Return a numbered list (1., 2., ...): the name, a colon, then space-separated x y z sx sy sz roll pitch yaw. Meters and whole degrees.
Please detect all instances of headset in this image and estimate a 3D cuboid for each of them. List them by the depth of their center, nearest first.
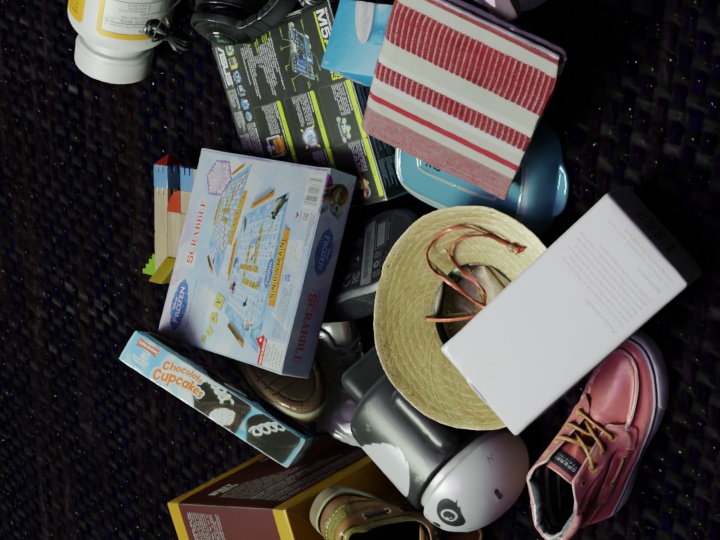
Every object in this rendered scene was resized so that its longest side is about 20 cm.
1. headset: -0.129 -0.271 1.472 0.200 0.094 0.124 -21 64 28

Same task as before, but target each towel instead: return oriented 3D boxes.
1. towel: 0.080 -0.147 1.218 0.144 0.023 0.200 26 150 5

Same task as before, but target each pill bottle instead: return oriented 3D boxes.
1. pill bottle: -0.247 -0.302 1.569 0.113 0.113 0.200 39 132 28

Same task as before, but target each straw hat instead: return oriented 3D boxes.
1. straw hat: 0.113 0.038 1.354 0.201 0.085 0.201 3 98 20

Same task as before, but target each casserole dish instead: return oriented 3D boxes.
1. casserole dish: 0.099 -0.098 1.351 0.200 0.039 0.121 27 125 37

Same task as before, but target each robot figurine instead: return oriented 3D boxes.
1. robot figurine: 0.069 0.158 1.431 0.200 0.150 0.125 46 122 22

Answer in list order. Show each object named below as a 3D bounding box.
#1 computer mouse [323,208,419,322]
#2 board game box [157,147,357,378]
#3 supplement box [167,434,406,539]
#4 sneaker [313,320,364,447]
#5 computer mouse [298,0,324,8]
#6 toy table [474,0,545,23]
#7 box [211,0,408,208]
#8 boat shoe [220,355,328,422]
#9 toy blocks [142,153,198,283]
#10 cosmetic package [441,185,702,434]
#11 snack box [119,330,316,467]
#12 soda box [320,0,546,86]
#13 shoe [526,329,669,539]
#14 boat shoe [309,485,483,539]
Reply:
1. computer mouse: 0.000 0.000 1.461 0.200 0.053 0.139 -19 51 42
2. board game box: -0.105 -0.011 1.471 0.199 0.041 0.200 14 90 45
3. supplement box: -0.053 0.267 1.555 0.200 0.197 0.133 -7 103 47
4. sneaker: -0.024 0.094 1.535 0.200 0.078 0.099 48 139 19
5. computer mouse: 0.012 -0.314 1.330 0.200 0.053 0.139 2 106 44
6. toy table: 0.085 -0.292 1.181 0.184 0.117 0.200 -36 95 25
7. box: -0.051 -0.155 1.479 0.193 0.047 0.200 -11 99 46
8. boat shoe: -0.093 0.100 1.530 0.200 0.072 0.076 46 152 44
9. toy blocks: -0.160 -0.054 1.616 0.200 0.100 0.137 11 103 47
10. cosmetic package: 0.175 0.033 1.243 0.200 0.074 0.102 -44 80 23
11. snack box: -0.141 0.129 1.505 0.200 0.116 0.037 32 88 6
12. soda box: 0.062 -0.190 1.312 0.200 0.064 0.068 16 90 41
13. shoe: 0.206 0.149 1.309 0.071 0.091 0.200 32 129 33
14. boat shoe: 0.046 0.260 1.447 0.068 0.200 0.072 36 111 54
